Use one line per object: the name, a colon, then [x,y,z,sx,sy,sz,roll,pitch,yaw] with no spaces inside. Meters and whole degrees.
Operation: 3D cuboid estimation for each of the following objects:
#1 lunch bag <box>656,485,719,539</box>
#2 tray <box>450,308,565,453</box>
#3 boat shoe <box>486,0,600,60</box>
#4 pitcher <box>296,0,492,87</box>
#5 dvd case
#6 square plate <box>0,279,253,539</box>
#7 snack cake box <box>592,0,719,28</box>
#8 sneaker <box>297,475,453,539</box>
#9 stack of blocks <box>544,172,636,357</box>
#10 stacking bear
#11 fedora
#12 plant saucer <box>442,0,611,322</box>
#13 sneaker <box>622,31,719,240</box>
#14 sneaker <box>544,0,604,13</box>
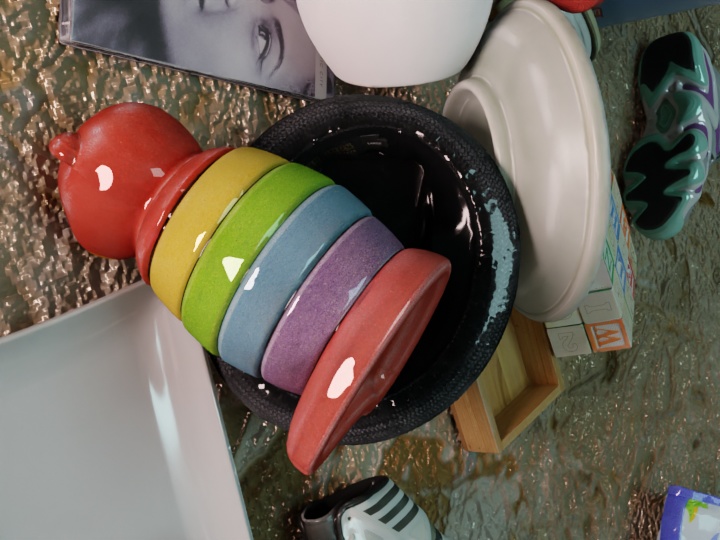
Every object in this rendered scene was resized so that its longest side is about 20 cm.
lunch bag: [0.328,0.295,1.061,0.200,0.127,0.170,23,73,-31]
tray: [0.086,0.020,0.864,0.099,0.037,0.200,-34,112,-43]
boat shoe: [0.099,-0.209,0.868,0.200,0.075,0.068,45,57,-24]
pitcher: [-0.008,-0.212,0.696,0.121,0.171,0.200,-93,178,-66]
dvd case: [-0.086,-0.187,0.698,0.200,0.016,0.149,5,84,-48]
square plate: [-0.146,0.120,0.607,0.200,0.028,0.198,-24,106,-46]
snack cake box: [0.263,-0.247,0.950,0.115,0.200,0.067,-27,107,-46]
sneaker: [-0.018,0.211,0.725,0.115,0.076,0.201,51,45,-22]
stack of blocks: [0.152,-0.050,0.882,0.115,0.059,0.200,-69,143,-51]
stacking bear: [-0.066,-0.012,0.602,0.114,0.200,0.121,-62,169,26]
fedora: [0.000,0.000,0.705,0.092,0.200,0.201,14,74,-86]
plant saucer: [0.088,-0.065,0.733,0.050,0.200,0.200,-6,93,-15]
sneaker: [0.309,-0.104,1.085,0.140,0.078,0.200,29,68,-43]
sneaker: [0.130,-0.258,0.718,0.115,0.078,0.200,-21,86,-27]
